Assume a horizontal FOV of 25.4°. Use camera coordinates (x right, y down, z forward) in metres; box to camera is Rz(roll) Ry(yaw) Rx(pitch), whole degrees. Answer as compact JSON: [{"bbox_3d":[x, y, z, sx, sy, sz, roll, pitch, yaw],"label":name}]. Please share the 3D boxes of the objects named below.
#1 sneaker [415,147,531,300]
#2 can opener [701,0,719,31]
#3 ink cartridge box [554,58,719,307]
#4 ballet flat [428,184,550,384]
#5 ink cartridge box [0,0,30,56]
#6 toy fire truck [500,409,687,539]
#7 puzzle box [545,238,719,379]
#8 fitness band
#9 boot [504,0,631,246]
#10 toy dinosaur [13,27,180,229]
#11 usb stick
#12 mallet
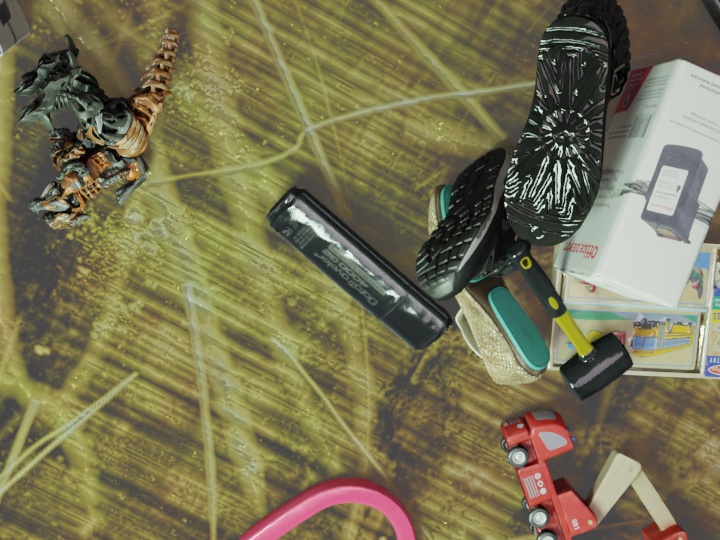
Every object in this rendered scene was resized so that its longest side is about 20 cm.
[{"bbox_3d":[0.117,-0.025,1.418,0.075,0.200,0.088,-27,111,36],"label":"sneaker"},{"bbox_3d":[0.380,-0.211,1.475,0.067,0.053,0.201,-41,104,-28],"label":"can opener"},{"bbox_3d":[0.260,-0.076,1.421,0.084,0.145,0.201,22,90,-7],"label":"ink cartridge box"},{"bbox_3d":[0.102,0.019,1.481,0.065,0.070,0.201,-32,80,42],"label":"ballet flat"},{"bbox_3d":[-0.365,-0.192,1.336,0.145,0.200,0.085,-29,103,2],"label":"ink cartridge box"},{"bbox_3d":[0.227,0.217,1.547,0.140,0.049,0.201,-20,102,0],"label":"toy fire truck"},{"bbox_3d":[0.277,0.035,1.523,0.198,0.025,0.134,2,102,-5],"label":"puzzle box"},{"bbox_3d":[-0.038,0.288,1.550,0.199,0.037,0.144,-34,100,2],"label":"fitness band"},{"bbox_3d":[0.188,-0.137,1.416,0.079,0.158,0.213,15,108,8],"label":"boot"},{"bbox_3d":[-0.235,-0.134,1.430,0.135,0.102,0.201,37,79,-26],"label":"toy dinosaur"},{"bbox_3d":[0.000,0.000,1.487,0.200,0.033,0.055,40,127,-11],"label":"usb stick"},{"bbox_3d":[0.175,0.048,1.449,0.066,0.041,0.200,-41,128,8],"label":"mallet"}]
